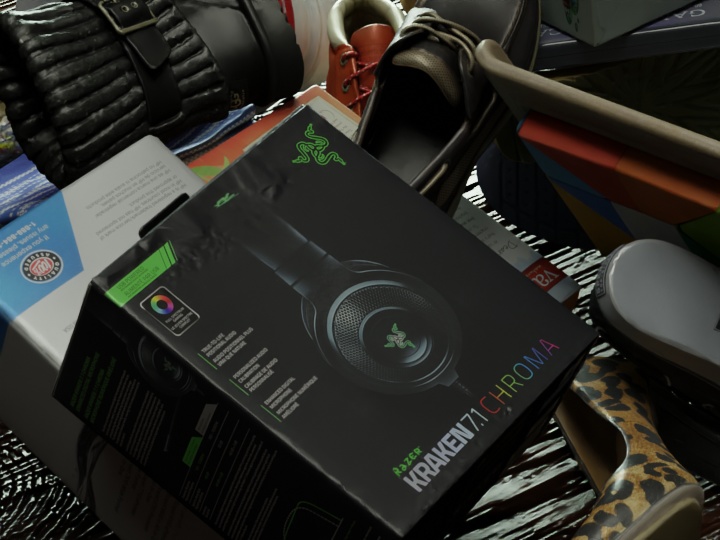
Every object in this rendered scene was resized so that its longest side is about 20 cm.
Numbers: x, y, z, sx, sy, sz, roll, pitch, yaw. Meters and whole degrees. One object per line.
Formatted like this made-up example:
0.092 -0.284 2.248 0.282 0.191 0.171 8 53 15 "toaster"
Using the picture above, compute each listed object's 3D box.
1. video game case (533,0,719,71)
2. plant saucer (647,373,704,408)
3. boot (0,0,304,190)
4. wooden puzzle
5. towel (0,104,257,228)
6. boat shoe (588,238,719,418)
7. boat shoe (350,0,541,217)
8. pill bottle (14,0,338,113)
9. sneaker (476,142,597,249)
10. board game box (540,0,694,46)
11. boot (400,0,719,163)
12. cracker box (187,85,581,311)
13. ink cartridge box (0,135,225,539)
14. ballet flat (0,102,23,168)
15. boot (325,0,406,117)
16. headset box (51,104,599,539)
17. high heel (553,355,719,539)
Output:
0.133 -0.170 1.537 0.142 0.019 0.200 -7 32 5 "video game case"
0.232 0.026 1.457 0.199 0.031 0.200 -3 34 2 "plant saucer"
-0.143 -0.153 1.486 0.157 0.080 0.212 -22 61 -21 "boot"
0.157 -0.029 1.380 0.200 0.185 0.037 30 78 38 "wooden puzzle"
-0.170 -0.055 1.550 0.199 0.024 0.145 -9 15 43 "towel"
0.204 0.051 1.343 0.199 0.057 0.069 32 69 1 "boat shoe"
0.045 -0.096 1.408 0.074 0.073 0.201 17 73 9 "boat shoe"
-0.106 -0.148 1.649 0.112 0.113 0.199 25 21 37 "pill bottle"
0.164 -0.063 1.566 0.199 0.074 0.082 0 31 -6 "sneaker"
0.128 -0.209 1.524 0.147 0.065 0.200 -25 33 -25 "board game box"
0.127 -0.138 1.558 0.174 0.067 0.200 -4 29 -12 "boot"
0.000 0.000 1.448 0.200 0.058 0.134 38 48 21 "cracker box"
-0.093 0.049 1.352 0.200 0.084 0.145 42 51 16 "ink cartridge box"
-0.264 -0.082 1.653 0.199 0.064 0.075 -28 37 -29 "ballet flat"
0.009 -0.084 1.584 0.075 0.108 0.200 -6 35 -5 "boot"
-0.021 0.039 1.267 0.200 0.093 0.174 39 49 12 "headset box"
0.107 0.101 1.316 0.142 0.072 0.200 25 27 27 "high heel"
